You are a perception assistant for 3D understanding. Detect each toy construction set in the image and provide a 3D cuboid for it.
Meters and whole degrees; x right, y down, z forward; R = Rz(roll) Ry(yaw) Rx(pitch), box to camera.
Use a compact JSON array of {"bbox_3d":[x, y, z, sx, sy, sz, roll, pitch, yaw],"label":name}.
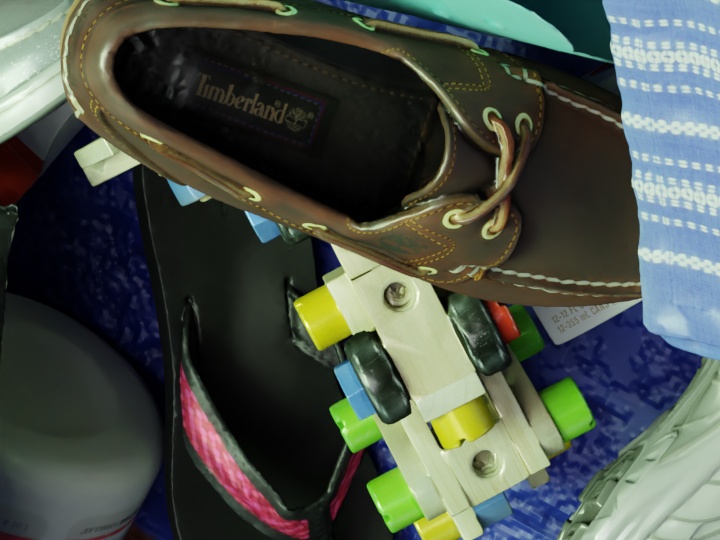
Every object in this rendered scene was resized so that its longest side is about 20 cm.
[{"bbox_3d":[0.000,0.000,0.925,0.092,0.131,0.200,-42,96,3],"label":"toy construction set"}]

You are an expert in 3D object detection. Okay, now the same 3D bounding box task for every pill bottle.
[{"bbox_3d":[-0.157,0.113,1.041,0.112,0.112,0.200,33,115,7],"label":"pill bottle"}]

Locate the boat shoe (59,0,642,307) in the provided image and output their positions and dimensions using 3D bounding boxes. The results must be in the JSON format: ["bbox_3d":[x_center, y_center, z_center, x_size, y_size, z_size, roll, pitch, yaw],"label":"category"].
[{"bbox_3d":[0.013,-0.032,0.819,0.200,0.070,0.070,14,95,-15],"label":"boat shoe"}]

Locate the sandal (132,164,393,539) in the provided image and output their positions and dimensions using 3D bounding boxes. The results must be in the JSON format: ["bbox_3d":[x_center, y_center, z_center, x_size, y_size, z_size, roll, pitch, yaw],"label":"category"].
[{"bbox_3d":[-0.032,0.042,0.990,0.045,0.075,0.200,14,119,65],"label":"sandal"}]

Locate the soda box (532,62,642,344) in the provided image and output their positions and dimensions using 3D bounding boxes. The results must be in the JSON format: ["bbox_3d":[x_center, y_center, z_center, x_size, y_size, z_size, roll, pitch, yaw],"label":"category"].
[{"bbox_3d":[0.130,-0.056,0.903,0.200,0.064,0.068,-30,94,26],"label":"soda box"}]

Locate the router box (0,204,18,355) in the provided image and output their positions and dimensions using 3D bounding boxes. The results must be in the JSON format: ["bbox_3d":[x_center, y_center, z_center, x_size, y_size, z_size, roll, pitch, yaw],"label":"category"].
[{"bbox_3d":[-0.193,0.049,0.955,0.200,0.062,0.150,2,86,51],"label":"router box"}]

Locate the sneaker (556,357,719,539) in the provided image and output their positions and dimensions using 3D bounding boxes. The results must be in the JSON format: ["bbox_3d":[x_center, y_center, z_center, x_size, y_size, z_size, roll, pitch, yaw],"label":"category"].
[{"bbox_3d":[0.128,0.076,0.925,0.099,0.078,0.200,36,101,-1],"label":"sneaker"}]

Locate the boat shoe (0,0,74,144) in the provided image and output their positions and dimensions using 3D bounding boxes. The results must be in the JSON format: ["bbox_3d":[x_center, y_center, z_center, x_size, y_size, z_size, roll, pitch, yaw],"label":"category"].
[{"bbox_3d":[-0.159,-0.070,0.949,0.202,0.074,0.065,-1,120,43],"label":"boat shoe"}]

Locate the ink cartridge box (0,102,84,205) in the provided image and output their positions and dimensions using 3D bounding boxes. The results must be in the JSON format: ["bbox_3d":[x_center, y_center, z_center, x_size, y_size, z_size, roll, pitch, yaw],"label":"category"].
[{"bbox_3d":[-0.153,-0.103,0.988,0.162,0.050,0.200,46,115,2],"label":"ink cartridge box"}]

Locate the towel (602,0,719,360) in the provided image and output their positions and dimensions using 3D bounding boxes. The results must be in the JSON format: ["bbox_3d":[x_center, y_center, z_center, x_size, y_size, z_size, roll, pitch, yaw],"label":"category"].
[{"bbox_3d":[0.114,-0.048,0.737,0.145,0.024,0.200,21,136,42],"label":"towel"}]

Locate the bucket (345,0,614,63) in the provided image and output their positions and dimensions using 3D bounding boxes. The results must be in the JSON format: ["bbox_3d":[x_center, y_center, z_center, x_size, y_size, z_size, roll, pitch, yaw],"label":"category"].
[{"bbox_3d":[0.024,-0.164,0.833,0.135,0.207,0.207,12,112,25],"label":"bucket"}]
